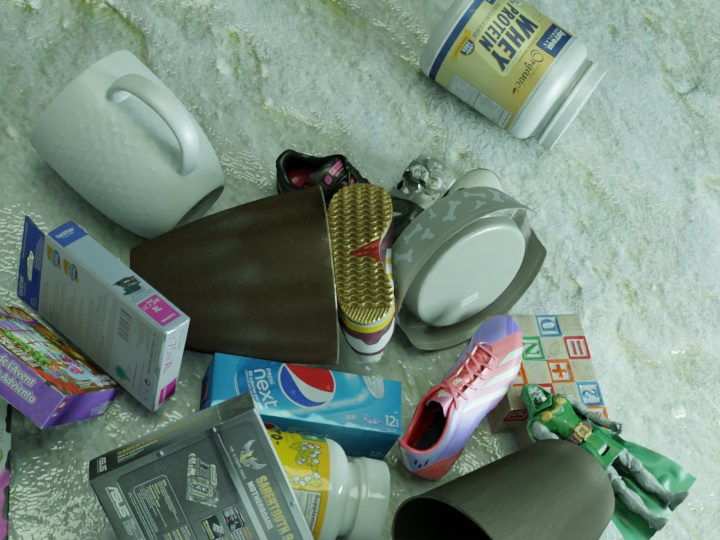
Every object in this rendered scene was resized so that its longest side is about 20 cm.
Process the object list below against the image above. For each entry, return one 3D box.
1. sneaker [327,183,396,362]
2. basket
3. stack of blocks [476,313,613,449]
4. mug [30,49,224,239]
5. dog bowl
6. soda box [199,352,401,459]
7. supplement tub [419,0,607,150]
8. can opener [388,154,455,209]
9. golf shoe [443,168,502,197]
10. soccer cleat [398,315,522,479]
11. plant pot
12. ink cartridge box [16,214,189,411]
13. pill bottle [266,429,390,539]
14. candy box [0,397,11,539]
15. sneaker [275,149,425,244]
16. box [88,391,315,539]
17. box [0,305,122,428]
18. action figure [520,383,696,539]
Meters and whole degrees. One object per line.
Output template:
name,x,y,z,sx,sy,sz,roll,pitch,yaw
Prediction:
sneaker,0.000,0.000,1.394,0.075,0.090,0.200,1,49,1
basket,0.152,0.256,1.311,0.200,0.136,0.180,-27,81,-47
stack of blocks,0.202,0.149,1.475,0.115,0.059,0.200,-1,60,-20
mug,-0.228,-0.131,1.412,0.175,0.200,0.148,45,60,3
dog bowl,0.109,-0.006,1.463,0.200,0.200,0.059,-18,50,-28
soda box,-0.061,0.140,1.380,0.200,0.068,0.064,10,57,-14
supplement tub,0.190,-0.255,1.675,0.200,0.144,0.144,35,54,4
can opener,0.036,-0.052,1.554,0.053,0.067,0.200,37,67,6
golf shoe,0.120,-0.059,1.562,0.077,0.088,0.200,33,53,4
soccer cleat,0.106,0.126,1.408,0.067,0.076,0.200,24,73,33
plant pot,-0.132,0.015,1.384,0.200,0.187,0.187,-6,60,-5
ink cartridge box,-0.257,0.035,1.329,0.200,0.119,0.042,35,46,18
pill bottle,-0.078,0.212,1.301,0.200,0.113,0.113,10,56,-13
candy box,-0.391,0.188,1.235,0.136,0.061,0.200,3,58,-18
sneaker,-0.018,-0.079,1.487,0.200,0.084,0.077,20,62,27
box,-0.132,0.230,1.211,0.158,0.048,0.200,-24,107,-5
box,-0.309,0.086,1.255,0.137,0.200,0.039,36,90,5
action figure,0.244,0.188,1.400,0.200,0.055,0.118,40,57,11
